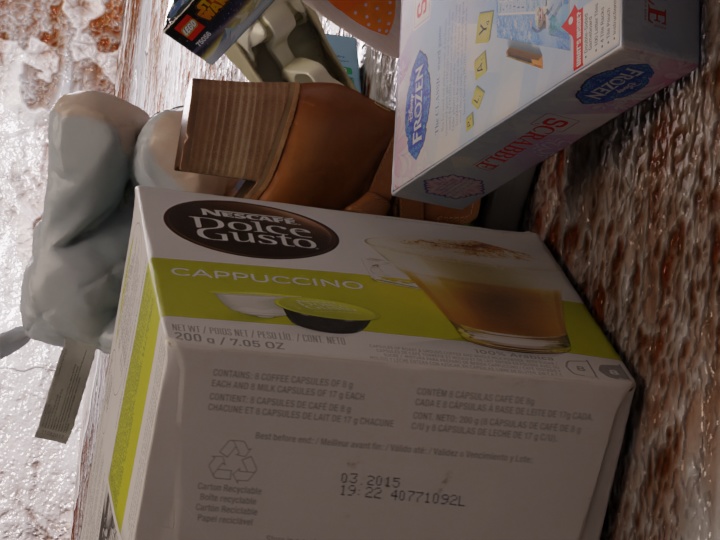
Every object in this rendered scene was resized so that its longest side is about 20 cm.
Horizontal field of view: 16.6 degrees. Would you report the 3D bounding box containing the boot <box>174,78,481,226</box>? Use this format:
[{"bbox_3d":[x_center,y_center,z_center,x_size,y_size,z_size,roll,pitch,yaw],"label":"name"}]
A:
[{"bbox_3d":[-0.023,0.010,1.207,0.074,0.154,0.201,-110,31,-75],"label":"boot"}]

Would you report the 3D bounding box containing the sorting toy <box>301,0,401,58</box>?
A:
[{"bbox_3d":[0.014,-0.255,1.507,0.181,0.106,0.200,-59,19,16],"label":"sorting toy"}]

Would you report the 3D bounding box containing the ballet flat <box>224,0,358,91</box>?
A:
[{"bbox_3d":[-0.042,-0.134,1.534,0.200,0.069,0.069,57,168,-4],"label":"ballet flat"}]

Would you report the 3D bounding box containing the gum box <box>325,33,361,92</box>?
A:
[{"bbox_3d":[-0.035,-0.033,1.673,0.201,0.044,0.170,-96,17,-44],"label":"gum box"}]

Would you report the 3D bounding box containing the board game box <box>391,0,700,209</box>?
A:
[{"bbox_3d":[0.079,-0.151,1.082,0.199,0.041,0.201,-30,53,59],"label":"board game box"}]

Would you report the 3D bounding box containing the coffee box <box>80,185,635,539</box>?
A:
[{"bbox_3d":[-0.013,0.094,1.098,0.198,0.199,0.201,-112,31,-68],"label":"coffee box"}]

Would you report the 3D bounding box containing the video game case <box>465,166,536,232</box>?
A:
[{"bbox_3d":[0.051,-0.039,1.310,0.182,0.022,0.201,-99,19,-54],"label":"video game case"}]

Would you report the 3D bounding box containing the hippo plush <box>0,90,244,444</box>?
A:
[{"bbox_3d":[-0.097,-0.007,1.339,0.201,0.159,0.161,-64,-15,18],"label":"hippo plush"}]

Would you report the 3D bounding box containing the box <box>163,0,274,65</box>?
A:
[{"bbox_3d":[-0.033,-0.225,1.396,0.200,0.040,0.137,-43,25,31],"label":"box"}]

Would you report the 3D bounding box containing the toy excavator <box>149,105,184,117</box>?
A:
[{"bbox_3d":[-0.111,0.018,1.619,0.200,0.194,0.100,-56,11,-5],"label":"toy excavator"}]
